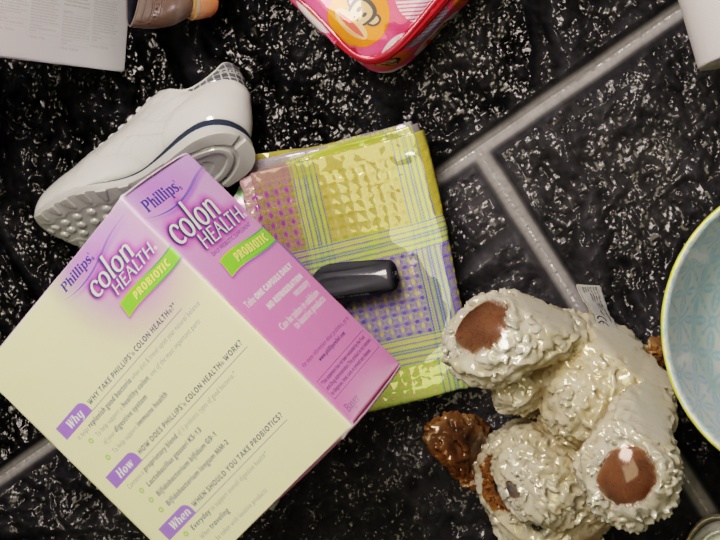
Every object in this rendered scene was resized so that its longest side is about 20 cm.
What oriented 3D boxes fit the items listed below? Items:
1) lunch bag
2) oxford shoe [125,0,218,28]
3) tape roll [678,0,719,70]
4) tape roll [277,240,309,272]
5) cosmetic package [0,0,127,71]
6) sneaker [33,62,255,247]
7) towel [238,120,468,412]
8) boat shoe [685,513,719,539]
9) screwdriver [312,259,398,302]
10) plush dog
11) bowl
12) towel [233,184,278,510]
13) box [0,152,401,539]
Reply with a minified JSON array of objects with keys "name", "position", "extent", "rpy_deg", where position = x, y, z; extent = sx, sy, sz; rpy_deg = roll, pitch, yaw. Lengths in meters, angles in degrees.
[{"name":"lunch bag","position":[0.006,-0.260,1.214],"extent":[0.200,0.082,0.176],"rpy_deg":[45,98,9]},{"name":"oxford shoe","position":[-0.158,-0.271,1.214],"extent":[0.072,0.071,0.202],"rpy_deg":[-19,103,-21]},{"name":"tape roll","position":[0.290,-0.221,1.077],"extent":[0.201,0.203,0.140],"rpy_deg":[-17,90,15]},{"name":"tape roll","position":[-0.120,0.066,1.215],"extent":[0.198,0.085,0.202],"rpy_deg":[8,114,19]},{"name":"cosmetic package","position":[-0.228,-0.224,1.211],"extent":[0.051,0.200,0.152],"rpy_deg":[10,96,20]},{"name":"sneaker","position":[-0.160,-0.082,1.278],"extent":[0.199,0.076,0.081],"rpy_deg":[-23,56,24]},{"name":"towel","position":[0.000,0.000,1.237],"extent":[0.142,0.023,0.202],"rpy_deg":[-14,92,14]},{"name":"boat shoe","position":[0.243,0.273,1.189],"extent":[0.074,0.068,0.202],"rpy_deg":[8,95,14]},{"name":"screwdriver","position":[-0.068,0.016,1.230],"extent":[0.198,0.029,0.028],"rpy_deg":[-8,94,15]},{"name":"plush dog","position":[0.141,0.122,1.188],"extent":[0.200,0.160,0.172],"rpy_deg":[44,122,24]},{"name":"bowl","position":[0.303,0.035,1.137],"extent":[0.198,0.108,0.202],"rpy_deg":[1,94,15]},{"name":"towel","position":[-0.079,0.056,1.283],"extent":[0.152,0.023,0.201],"rpy_deg":[32,101,10]},{"name":"box","position":[-0.110,0.063,1.108],"extent":[0.200,0.097,0.176],"rpy_deg":[44,119,0]}]
